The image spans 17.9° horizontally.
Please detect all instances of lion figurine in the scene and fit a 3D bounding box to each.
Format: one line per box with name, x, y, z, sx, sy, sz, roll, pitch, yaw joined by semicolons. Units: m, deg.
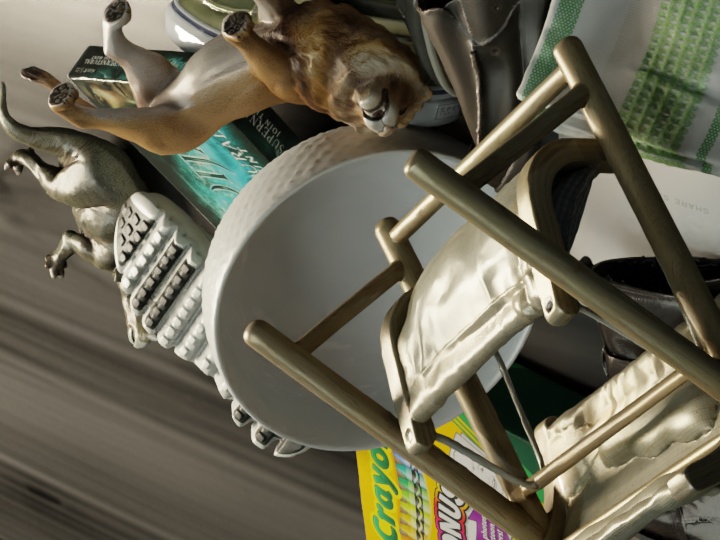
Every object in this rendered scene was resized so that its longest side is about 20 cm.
lion figurine;-0.070;-0.101;1.222;0.199;0.073;0.122;-10;149;27

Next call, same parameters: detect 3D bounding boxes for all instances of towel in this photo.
towel;0.176;-0.115;1.053;0.199;0.031;0.150;21;98;33

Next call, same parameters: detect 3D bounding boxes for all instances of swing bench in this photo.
swing bench;0.081;0.037;1.083;0.200;0.130;0.199;50;142;3

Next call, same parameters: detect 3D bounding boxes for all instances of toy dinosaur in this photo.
toy dinosaur;-0.176;-0.049;1.535;0.102;0.077;0.201;-5;114;35

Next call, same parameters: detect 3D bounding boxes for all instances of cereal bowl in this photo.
cereal bowl;0.000;0.000;1.304;0.083;0.199;0.201;-121;16;-54

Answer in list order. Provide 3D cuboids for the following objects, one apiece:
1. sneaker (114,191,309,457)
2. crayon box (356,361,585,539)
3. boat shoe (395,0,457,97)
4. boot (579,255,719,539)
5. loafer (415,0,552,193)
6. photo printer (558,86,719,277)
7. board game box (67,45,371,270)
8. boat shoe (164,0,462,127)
sneaker;-0.083;0.028;1.483;0.200;0.081;0.075;50;129;6
crayon box;0.078;0.141;1.434;0.172;0.058;0.201;25;138;33
boat shoe;0.037;-0.187;1.179;0.057;0.067;0.201;34;144;46
boot;0.200;0.077;1.131;0.199;0.069;0.175;9;120;24
loafer;0.064;-0.131;1.154;0.071;0.073;0.201;6;126;6
photo printer;0.180;-0.032;1.161;0.166;0.069;0.201;21;136;32
board game box;-0.071;-0.059;1.370;0.135;0.028;0.200;9;150;48
boat shoe;-0.023;-0.137;1.293;0.199;0.072;0.062;18;115;26
